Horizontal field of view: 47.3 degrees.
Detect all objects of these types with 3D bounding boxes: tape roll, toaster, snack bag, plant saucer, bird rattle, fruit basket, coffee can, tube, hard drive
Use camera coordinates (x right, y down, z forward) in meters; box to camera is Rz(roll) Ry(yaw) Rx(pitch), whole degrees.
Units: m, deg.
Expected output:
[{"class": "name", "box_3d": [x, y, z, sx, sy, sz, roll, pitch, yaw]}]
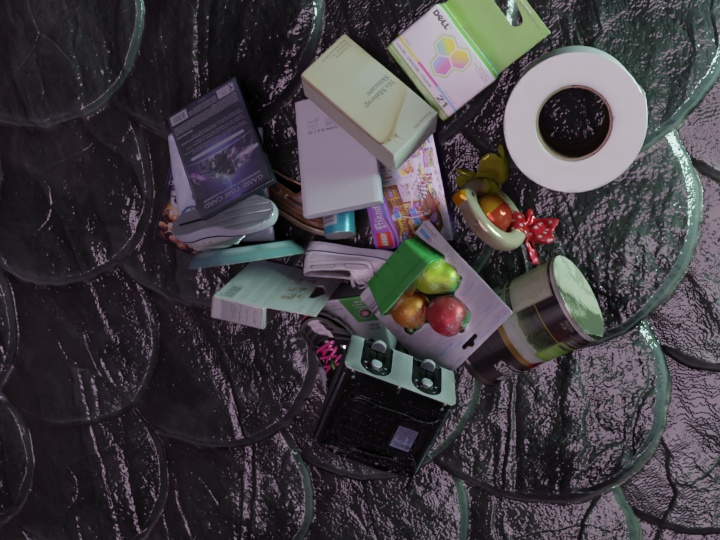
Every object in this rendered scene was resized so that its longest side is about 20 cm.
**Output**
[{"class": "tape roll", "box_3d": [0.317, -0.228, 1.228, 0.202, 0.139, 0.203, 4, 109, 12]}, {"class": "toaster", "box_3d": [0.036, 0.217, 1.281, 0.181, 0.119, 0.200, 20, 120, -3]}, {"class": "snack bag", "box_3d": [-0.241, -0.144, 1.410, 0.188, 0.021, 0.200, 0, 105, 20]}, {"class": "plant saucer", "box_3d": [-0.194, -0.029, 1.393, 0.200, 0.200, 0.027, -7, 94, 16]}, {"class": "bird rattle", "box_3d": [0.214, -0.085, 1.300, 0.113, 0.163, 0.200, -30, 90, 39]}, {"class": "fruit basket", "box_3d": [0.117, 0.051, 1.309, 0.200, 0.094, 0.185, 45, 118, 10]}, {"class": "coffee can", "box_3d": [0.265, 0.083, 1.325, 0.200, 0.146, 0.146, -30, 99, 31]}, {"class": "tube", "box_3d": [-0.042, -0.154, 1.364, 0.077, 0.050, 0.200, -7, 80, 10]}, {"class": "hard drive", "box_3d": [-0.036, -0.192, 1.336, 0.132, 0.025, 0.200, -10, 74, 17]}]

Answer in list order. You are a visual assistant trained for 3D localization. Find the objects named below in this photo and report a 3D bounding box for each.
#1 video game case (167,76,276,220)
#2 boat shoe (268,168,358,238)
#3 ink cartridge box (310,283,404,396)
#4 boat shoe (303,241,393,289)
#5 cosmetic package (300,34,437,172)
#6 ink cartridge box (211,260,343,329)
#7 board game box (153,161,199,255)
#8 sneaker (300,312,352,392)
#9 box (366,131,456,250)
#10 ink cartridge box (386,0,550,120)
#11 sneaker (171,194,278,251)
[{"class": "video game case", "box_3d": [-0.231, -0.201, 1.354, 0.143, 0.019, 0.200, -26, 73, 16]}, {"class": "boat shoe", "box_3d": [-0.092, -0.115, 1.403, 0.200, 0.072, 0.068, 20, 113, 6]}, {"class": "ink cartridge box", "box_3d": [-0.004, 0.128, 1.457, 0.146, 0.083, 0.200, -9, 107, 17]}, {"class": "boat shoe", "box_3d": [0.000, 0.000, 1.410, 0.200, 0.074, 0.065, 8, 72, 15]}, {"class": "cosmetic package", "box_3d": [0.013, -0.261, 1.285, 0.200, 0.073, 0.104, 41, 80, 12]}, {"class": "ink cartridge box", "box_3d": [-0.134, 0.043, 1.397, 0.176, 0.200, 0.045, 11, 111, 10]}, {"class": "board game box", "box_3d": [-0.283, -0.125, 1.467, 0.135, 0.035, 0.200, 21, 112, 7]}, {"class": "sneaker", "box_3d": [-0.034, 0.159, 1.381, 0.074, 0.087, 0.200, -32, 99, 22]}, {"class": "box", "box_3d": [0.073, -0.140, 1.371, 0.137, 0.039, 0.200, -8, 106, 17]}, {"class": "ink cartridge box", "box_3d": [0.165, -0.352, 1.258, 0.200, 0.076, 0.148, -37, 97, 23]}, {"class": "sneaker", "box_3d": [-0.216, -0.077, 1.373, 0.200, 0.071, 0.073, -6, 64, 26]}]
